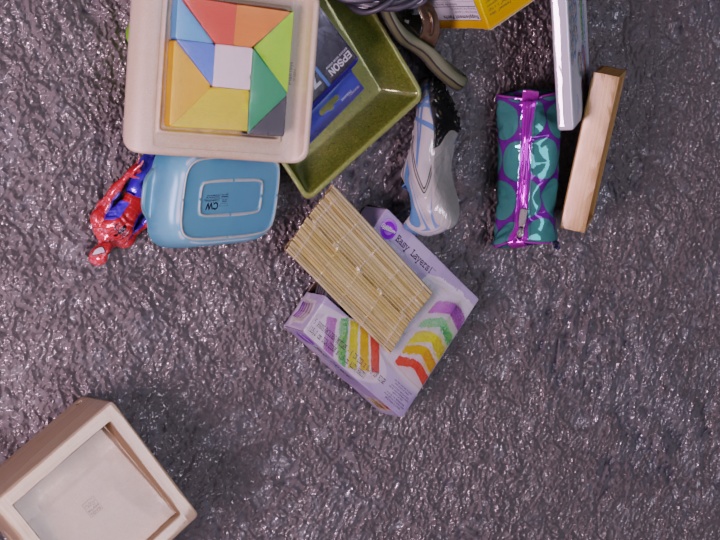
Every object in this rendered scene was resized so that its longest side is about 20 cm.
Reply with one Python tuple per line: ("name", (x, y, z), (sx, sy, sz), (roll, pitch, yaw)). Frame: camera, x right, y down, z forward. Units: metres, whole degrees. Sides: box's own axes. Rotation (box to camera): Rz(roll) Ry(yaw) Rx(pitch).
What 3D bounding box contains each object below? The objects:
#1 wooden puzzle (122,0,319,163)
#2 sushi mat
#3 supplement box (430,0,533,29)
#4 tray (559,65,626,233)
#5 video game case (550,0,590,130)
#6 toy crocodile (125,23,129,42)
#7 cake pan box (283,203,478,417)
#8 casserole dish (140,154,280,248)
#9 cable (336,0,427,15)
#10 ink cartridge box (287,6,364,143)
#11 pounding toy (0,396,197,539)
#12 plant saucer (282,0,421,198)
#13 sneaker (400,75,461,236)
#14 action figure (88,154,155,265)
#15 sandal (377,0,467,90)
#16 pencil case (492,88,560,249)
("wooden puzzle", (-0.139, -0.207, 1.484), (0.200, 0.037, 0.185), (2, 96, -25))
("sushi mat", (0.000, 0.000, 1.668), (0.200, 0.012, 0.096), (46, 74, -29))
("supplement box", (0.120, -0.393, 1.683), (0.109, 0.109, 0.200), (-36, 117, -24))
("tray", (0.295, -0.156, 1.837), (0.099, 0.037, 0.200), (-41, 144, -70))
("video game case", (0.261, -0.286, 1.785), (0.182, 0.024, 0.200), (-44, 131, -69))
("toy crocodile", (-0.196, -0.282, 1.510), (0.062, 0.067, 0.200), (13, 93, -36))
("cake pan box", (0.026, 0.047, 1.731), (0.200, 0.052, 0.184), (44, 71, -30))
("casserole dish", (-0.152, -0.082, 1.559), (0.200, 0.039, 0.121), (-6, 107, -50))
("cable", (0.008, -0.364, 1.593), (0.200, 0.051, 0.163), (42, 58, 12))
("ink cartridge box", (-0.074, -0.242, 1.556), (0.099, 0.039, 0.200), (-48, 115, -19))
("pounding toy", (-0.294, 0.267, 1.514), (0.184, 0.142, 0.200), (-41, 108, -23))
("plant saucer", (-0.053, -0.218, 1.628), (0.200, 0.048, 0.200), (-43, 117, -20))
("sneaker", (0.078, -0.138, 1.714), (0.072, 0.072, 0.200), (27, 59, -52))
("action figure", (-0.229, -0.090, 1.534), (0.065, 0.052, 0.200), (40, 77, -38))
("sandal", (0.068, -0.287, 1.681), (0.057, 0.080, 0.201), (-42, 133, 12))
("pencil case", (0.209, -0.126, 1.802), (0.085, 0.092, 0.200), (2, 98, 10))
